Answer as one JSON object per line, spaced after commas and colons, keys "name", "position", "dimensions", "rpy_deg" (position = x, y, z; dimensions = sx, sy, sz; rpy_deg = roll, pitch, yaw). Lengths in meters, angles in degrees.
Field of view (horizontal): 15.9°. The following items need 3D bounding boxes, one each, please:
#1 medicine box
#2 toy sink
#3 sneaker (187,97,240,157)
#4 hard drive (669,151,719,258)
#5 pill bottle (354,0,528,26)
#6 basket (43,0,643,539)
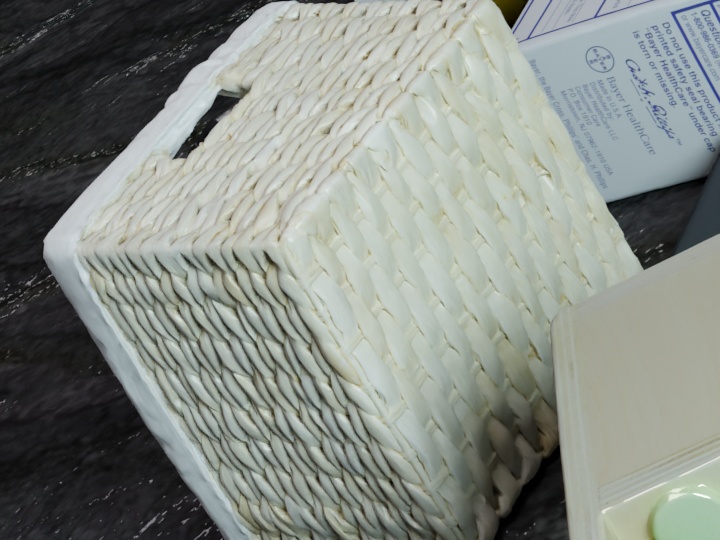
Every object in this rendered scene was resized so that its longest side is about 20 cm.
{"name": "medicine box", "position": [0.197, -0.142, 1.321], "dimensions": [0.199, 0.103, 0.182], "rpy_deg": [-13, 31, 37]}
{"name": "toy sink", "position": [0.148, 0.090, 0.915], "dimensions": [0.112, 0.131, 0.200], "rpy_deg": [-26, 24, 15]}
{"name": "sneaker", "position": [-0.052, -0.015, 1.337], "dimensions": [0.201, 0.112, 0.073], "rpy_deg": [-61, -10, -18]}
{"name": "hard drive", "position": [0.201, -0.011, 1.156], "dimensions": [0.139, 0.033, 0.200], "rpy_deg": [-14, 30, 37]}
{"name": "pill bottle", "position": [0.092, -0.208, 1.568], "dimensions": [0.199, 0.109, 0.109], "rpy_deg": [-22, 26, 26]}
{"name": "basket", "position": [0.000, 0.000, 1.186], "dimensions": [0.160, 0.200, 0.198], "rpy_deg": [-4, 37, 45]}
